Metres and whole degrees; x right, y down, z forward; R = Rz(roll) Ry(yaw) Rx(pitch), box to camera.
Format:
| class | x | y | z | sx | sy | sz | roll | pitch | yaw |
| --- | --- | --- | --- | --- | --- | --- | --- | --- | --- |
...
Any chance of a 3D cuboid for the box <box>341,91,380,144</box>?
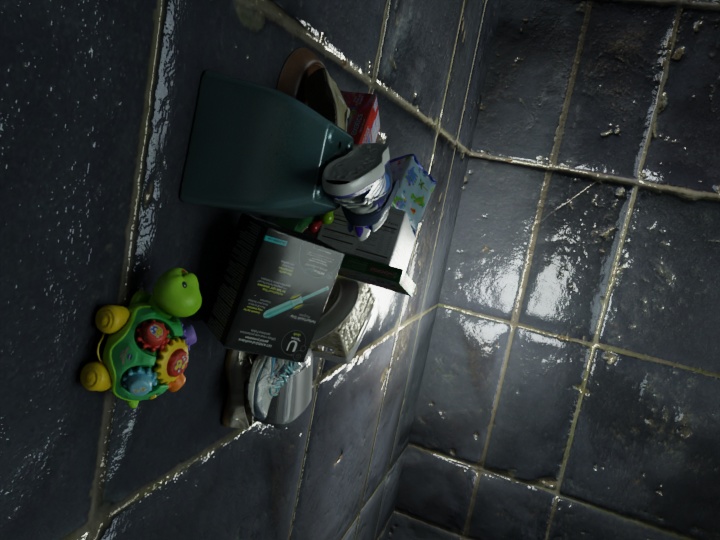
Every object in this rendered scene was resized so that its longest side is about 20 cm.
| class | x | y | z | sx | sy | sz | roll | pitch | yaw |
| --- | --- | --- | --- | --- | --- | --- | --- | --- | --- |
| box | -0.027 | -0.283 | 1.255 | 0.100 | 0.095 | 0.201 | 77 | 26 | -57 |

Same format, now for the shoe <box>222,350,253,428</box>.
| class | x | y | z | sx | sy | sz | roll | pitch | yaw |
| --- | --- | --- | --- | --- | --- | --- | --- | --- | --- |
| shoe | -0.225 | 0.215 | 1.117 | 0.070 | 0.053 | 0.201 | -29 | 130 | -66 |

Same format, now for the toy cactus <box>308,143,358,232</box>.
| class | x | y | z | sx | sy | sz | roll | pitch | yaw |
| --- | --- | --- | --- | --- | --- | --- | --- | --- | --- |
| toy cactus | -0.074 | -0.185 | 1.069 | 0.201 | 0.164 | 0.102 | 64 | -15 | 5 |

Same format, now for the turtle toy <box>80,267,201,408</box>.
| class | x | y | z | sx | sy | sz | roll | pitch | yaw |
| --- | --- | --- | --- | --- | --- | --- | --- | --- | --- |
| turtle toy | -0.280 | 0.092 | 0.789 | 0.146 | 0.101 | 0.201 | 21 | 83 | -72 |

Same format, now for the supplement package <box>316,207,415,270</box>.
| class | x | y | z | sx | sy | sz | roll | pitch | yaw |
| --- | --- | --- | --- | --- | --- | --- | --- | --- | --- |
| supplement package | 0.017 | -0.062 | 1.180 | 0.200 | 0.155 | 0.111 | 49 | 58 | -74 |

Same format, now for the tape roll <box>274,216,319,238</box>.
| class | x | y | z | sx | sy | sz | roll | pitch | yaw |
| --- | --- | --- | --- | --- | --- | --- | --- | --- | --- |
| tape roll | -0.126 | -0.024 | 1.137 | 0.200 | 0.048 | 0.201 | 14 | 90 | -72 |

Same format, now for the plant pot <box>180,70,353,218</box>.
| class | x | y | z | sx | sy | sz | roll | pitch | yaw |
| --- | --- | --- | --- | --- | --- | --- | --- | --- | --- |
| plant pot | -0.126 | -0.176 | 0.901 | 0.196 | 0.199 | 0.197 | 0 | 103 | -71 |

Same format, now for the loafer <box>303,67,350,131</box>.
| class | x | y | z | sx | sy | sz | roll | pitch | yaw |
| --- | --- | --- | --- | --- | --- | --- | --- | --- | --- |
| loafer | -0.052 | -0.274 | 1.026 | 0.068 | 0.075 | 0.201 | 26 | 48 | -45 |

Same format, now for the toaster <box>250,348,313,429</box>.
| class | x | y | z | sx | sy | sz | roll | pitch | yaw |
| --- | --- | --- | --- | --- | --- | --- | --- | --- | --- |
| toaster | -0.163 | 0.235 | 1.223 | 0.200 | 0.113 | 0.130 | -30 | 129 | -71 |

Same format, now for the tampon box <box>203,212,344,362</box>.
| class | x | y | z | sx | sy | sz | roll | pitch | yaw |
| --- | --- | --- | --- | --- | --- | --- | --- | --- | --- |
| tampon box | -0.148 | 0.029 | 0.968 | 0.149 | 0.126 | 0.201 | 18 | 96 | -34 |

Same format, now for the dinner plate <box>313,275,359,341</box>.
| class | x | y | z | sx | sy | sz | roll | pitch | yaw |
| --- | --- | --- | --- | --- | --- | --- | --- | --- | --- |
| dinner plate | -0.094 | 0.072 | 1.198 | 0.024 | 0.199 | 0.201 | 57 | 44 | -33 |

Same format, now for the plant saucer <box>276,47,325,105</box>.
| class | x | y | z | sx | sy | sz | roll | pitch | yaw |
| --- | --- | --- | --- | --- | --- | --- | --- | --- | --- |
| plant saucer | -0.104 | -0.326 | 1.126 | 0.200 | 0.034 | 0.201 | 13 | 90 | -72 |

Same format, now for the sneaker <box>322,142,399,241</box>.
| class | x | y | z | sx | sy | sz | roll | pitch | yaw |
| --- | --- | --- | --- | --- | --- | --- | --- | --- | --- |
| sneaker | 0.001 | -0.101 | 0.883 | 0.200 | 0.080 | 0.147 | -57 | 150 | -58 |

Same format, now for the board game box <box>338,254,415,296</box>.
| class | x | y | z | sx | sy | sz | roll | pitch | yaw |
| --- | --- | --- | --- | --- | --- | --- | --- | --- | --- |
| board game box | 0.000 | 0.000 | 1.133 | 0.135 | 0.199 | 0.029 | 42 | 65 | -69 |

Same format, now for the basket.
| class | x | y | z | sx | sy | sz | roll | pitch | yaw |
| --- | --- | --- | --- | --- | --- | --- | --- | --- | --- |
| basket | -0.058 | 0.104 | 1.408 | 0.124 | 0.135 | 0.201 | 77 | 31 | -49 |

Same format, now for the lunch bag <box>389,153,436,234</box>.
| class | x | y | z | sx | sy | sz | roll | pitch | yaw |
| --- | --- | --- | --- | --- | --- | --- | --- | --- | --- |
| lunch bag | 0.051 | -0.161 | 1.345 | 0.127 | 0.199 | 0.171 | 44 | 57 | -28 |

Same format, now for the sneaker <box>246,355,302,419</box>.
| class | x | y | z | sx | sy | sz | roll | pitch | yaw |
| --- | --- | --- | --- | --- | --- | --- | --- | --- | --- |
| sneaker | -0.158 | 0.183 | 1.093 | 0.078 | 0.086 | 0.201 | 81 | 18 | -69 |
